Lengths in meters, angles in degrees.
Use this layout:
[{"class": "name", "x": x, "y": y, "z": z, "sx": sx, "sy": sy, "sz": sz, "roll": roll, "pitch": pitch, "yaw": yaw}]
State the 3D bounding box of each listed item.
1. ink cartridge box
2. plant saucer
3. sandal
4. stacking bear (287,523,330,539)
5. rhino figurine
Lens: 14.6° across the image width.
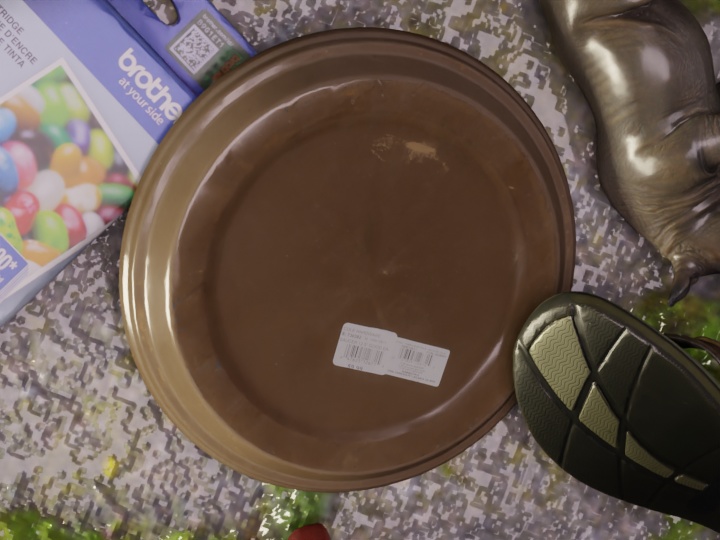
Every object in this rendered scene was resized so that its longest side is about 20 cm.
[{"class": "ink cartridge box", "x": -0.147, "y": -0.059, "z": 1.149, "sx": 0.200, "sy": 0.042, "sz": 0.119, "roll": -44, "pitch": 101, "yaw": -5}, {"class": "plant saucer", "x": 0.000, "y": 0.000, "z": 1.167, "sx": 0.200, "sy": 0.029, "sz": 0.201, "roll": -5, "pitch": 106, "yaw": -18}, {"class": "sandal", "x": 0.144, "y": 0.065, "z": 1.205, "sx": 0.201, "sy": 0.057, "sz": 0.080, "roll": 30, "pitch": 128, "yaw": -27}, {"class": "stacking bear", "x": -0.103, "y": 0.181, "z": 1.150, "sx": 0.200, "sy": 0.114, "sz": 0.122, "roll": -7, "pitch": 97, "yaw": -5}, {"class": "rhino figurine", "x": 0.138, "y": -0.061, "z": 1.186, "sx": 0.087, "sy": 0.060, "sz": 0.200, "roll": -18, "pitch": 100, "yaw": 12}]
